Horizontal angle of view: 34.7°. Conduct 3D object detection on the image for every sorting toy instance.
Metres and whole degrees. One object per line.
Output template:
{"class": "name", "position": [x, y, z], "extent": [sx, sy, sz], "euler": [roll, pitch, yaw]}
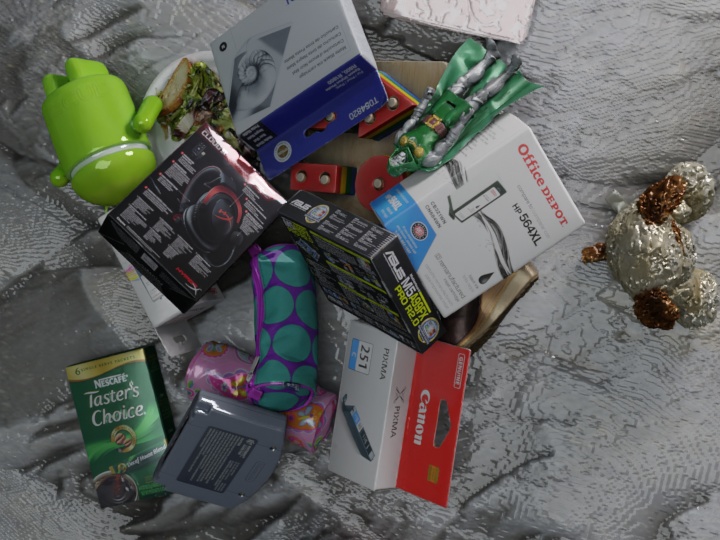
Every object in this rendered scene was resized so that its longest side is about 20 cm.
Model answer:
{"class": "sorting toy", "position": [0.005, -0.159, 1.417], "extent": [0.198, 0.069, 0.201], "euler": [7, 94, 33]}

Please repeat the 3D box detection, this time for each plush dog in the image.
{"class": "plush dog", "position": [0.334, -0.024, 1.331], "extent": [0.160, 0.172, 0.201], "euler": [-2, 93, 13]}

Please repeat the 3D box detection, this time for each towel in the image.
{"class": "towel", "position": [0.137, -0.395, 1.429], "extent": [0.190, 0.032, 0.201], "euler": [16, 97, 10]}

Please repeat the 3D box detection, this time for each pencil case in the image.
{"class": "pencil case", "position": [-0.100, 0.070, 1.441], "extent": [0.085, 0.092, 0.201], "euler": [-35, 49, 48]}
{"class": "pencil case", "position": [-0.130, 0.162, 1.492], "extent": [0.199, 0.087, 0.088], "euler": [21, 97, 11]}

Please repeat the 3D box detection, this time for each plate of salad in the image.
{"class": "plate of salad", "position": [-0.201, -0.187, 1.505], "extent": [0.199, 0.048, 0.201], "euler": [0, 92, 12]}

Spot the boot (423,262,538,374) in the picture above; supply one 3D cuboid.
{"class": "boot", "position": [0.107, 0.016, 1.448], "extent": [0.166, 0.072, 0.200], "euler": [44, 100, 17]}

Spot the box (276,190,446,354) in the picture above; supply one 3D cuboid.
{"class": "box", "position": [0.000, 0.000, 1.372], "extent": [0.044, 0.200, 0.161], "euler": [-41, 127, -18]}

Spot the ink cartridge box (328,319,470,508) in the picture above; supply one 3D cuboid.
{"class": "ink cartridge box", "position": [0.044, 0.175, 1.427], "extent": [0.176, 0.045, 0.201], "euler": [13, 97, 46]}

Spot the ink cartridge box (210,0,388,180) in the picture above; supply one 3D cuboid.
{"class": "ink cartridge box", "position": [-0.080, -0.244, 1.407], "extent": [0.199, 0.041, 0.201], "euler": [-31, 67, 25]}

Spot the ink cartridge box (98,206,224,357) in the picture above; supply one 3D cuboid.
{"class": "ink cartridge box", "position": [-0.246, 0.004, 1.488], "extent": [0.067, 0.117, 0.201], "euler": [-29, 87, 13]}

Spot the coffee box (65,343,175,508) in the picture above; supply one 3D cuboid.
{"class": "coffee box", "position": [-0.315, 0.210, 1.551], "extent": [0.122, 0.044, 0.201], "euler": [-13, 90, 12]}

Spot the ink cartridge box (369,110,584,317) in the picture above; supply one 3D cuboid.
{"class": "ink cartridge box", "position": [0.135, -0.066, 1.336], "extent": [0.200, 0.084, 0.146], "euler": [-34, 112, 2]}

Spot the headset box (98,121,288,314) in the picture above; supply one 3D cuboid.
{"class": "headset box", "position": [-0.197, -0.072, 1.418], "extent": [0.149, 0.075, 0.200], "euler": [44, 64, -6]}

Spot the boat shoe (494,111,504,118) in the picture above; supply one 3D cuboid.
{"class": "boat shoe", "position": [0.108, -0.189, 1.430], "extent": [0.199, 0.063, 0.073], "euler": [22, 107, 29]}

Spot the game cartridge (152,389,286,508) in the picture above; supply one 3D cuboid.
{"class": "game cartridge", "position": [-0.173, 0.230, 1.457], "extent": [0.133, 0.042, 0.200], "euler": [16, 135, -18]}

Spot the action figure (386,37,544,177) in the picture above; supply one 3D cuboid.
{"class": "action figure", "position": [0.102, -0.179, 1.323], "extent": [0.118, 0.055, 0.200], "euler": [37, 78, 31]}

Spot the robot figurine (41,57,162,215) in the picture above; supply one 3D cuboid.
{"class": "robot figurine", "position": [-0.339, -0.173, 1.495], "extent": [0.175, 0.116, 0.201], "euler": [-28, 80, 23]}
